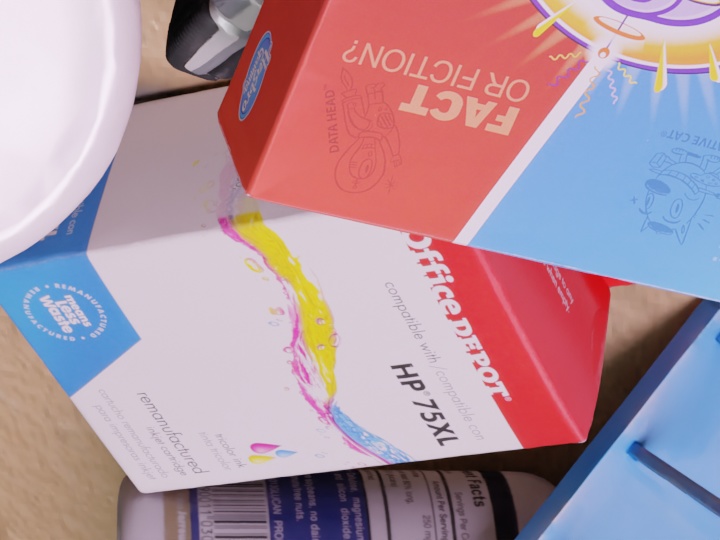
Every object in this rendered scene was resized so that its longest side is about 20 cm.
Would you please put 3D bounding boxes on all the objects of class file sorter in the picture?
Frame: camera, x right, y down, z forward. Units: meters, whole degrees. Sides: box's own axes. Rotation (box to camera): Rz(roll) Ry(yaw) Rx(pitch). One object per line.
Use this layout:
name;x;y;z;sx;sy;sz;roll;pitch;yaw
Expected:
file sorter;0.116;0.139;0.790;0.139;0.200;0.123;40;178;-23

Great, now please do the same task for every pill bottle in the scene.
pill bottle;0.016;0.124;0.884;0.200;0.111;0.111;1;140;-6
pill bottle;-0.114;-0.073;0.630;0.113;0.200;0.113;-2;106;-8

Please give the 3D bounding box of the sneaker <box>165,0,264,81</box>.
sneaker;0.036;-0.094;0.669;0.115;0.075;0.200;27;138;-18

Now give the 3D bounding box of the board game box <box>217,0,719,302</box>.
board game box;0.072;-0.093;0.601;0.153;0.040;0.200;12;120;-21

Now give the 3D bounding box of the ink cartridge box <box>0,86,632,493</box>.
ink cartridge box;0.000;0.000;0.791;0.200;0.067;0.116;-9;135;25
